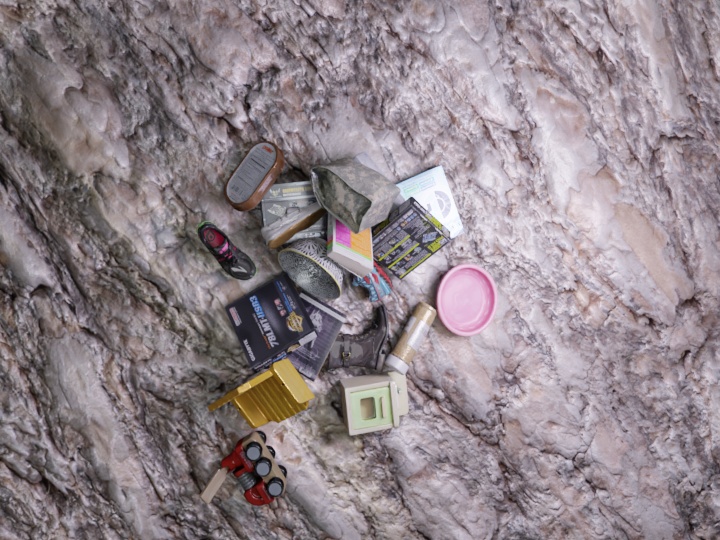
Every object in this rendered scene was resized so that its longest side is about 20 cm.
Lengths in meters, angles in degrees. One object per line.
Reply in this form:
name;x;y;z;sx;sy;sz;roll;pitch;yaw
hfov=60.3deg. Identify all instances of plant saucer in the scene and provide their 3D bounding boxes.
plant saucer;0.300;0.083;1.782;0.194;0.051;0.208;-1;92;-18

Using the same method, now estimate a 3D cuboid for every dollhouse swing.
dollhouse swing;-0.260;0.349;1.598;0.197;0.176;0.184;-31;100;31

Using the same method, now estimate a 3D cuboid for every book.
book;-0.029;-0.100;1.631;0.132;0.048;0.205;29;45;-33

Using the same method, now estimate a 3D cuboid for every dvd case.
dvd case;-0.144;0.179;1.714;0.146;0.016;0.204;28;89;7

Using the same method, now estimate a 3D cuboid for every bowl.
bowl;-0.116;-0.023;1.658;0.199;0.200;0.096;37;64;-10

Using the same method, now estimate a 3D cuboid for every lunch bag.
lunch bag;-0.024;-0.206;1.588;0.199;0.163;0.119;39;123;15

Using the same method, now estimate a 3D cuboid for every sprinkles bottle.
sprinkles bottle;0.143;0.190;1.745;0.067;0.068;0.203;34;77;-10

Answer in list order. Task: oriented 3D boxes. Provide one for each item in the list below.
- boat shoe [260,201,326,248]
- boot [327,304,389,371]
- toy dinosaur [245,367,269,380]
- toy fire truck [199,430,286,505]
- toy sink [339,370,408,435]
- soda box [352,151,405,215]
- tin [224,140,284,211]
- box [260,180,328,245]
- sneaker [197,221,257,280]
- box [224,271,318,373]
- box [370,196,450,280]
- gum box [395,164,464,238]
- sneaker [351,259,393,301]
boat shoe;-0.174;-0.139;1.633;0.197;0.071;0.070;-33;72;-20
boot;-0.010;0.189;1.735;0.168;0.069;0.207;7;86;-3
toy dinosaur;-0.248;0.224;1.686;0.047;0.087;0.205;26;90;-35
toy fire truck;-0.319;0.567;1.680;0.196;0.129;0.179;-30;98;5
toy sink;0.049;0.366;1.730;0.193;0.112;0.135;-6;95;-10
soda box;0.044;-0.223;1.693;0.068;0.063;0.201;-39;91;33
tin;-0.282;-0.251;1.643;0.111;0.042;0.202;34;86;24
box;-0.173;-0.158;1.693;0.193;0.048;0.164;-7;94;-10
sneaker;-0.359;-0.046;1.647;0.199;0.084;0.077;42;86;-10
box;-0.238;0.135;1.647;0.194;0.050;0.203;-27;61;-7
box;0.122;-0.083;1.680;0.159;0.045;0.199;36;125;-23
gum box;0.185;-0.170;1.759;0.165;0.045;0.206;-22;98;-8
sneaker;0.000;0.000;1.717;0.095;0.079;0.202;-39;87;13
